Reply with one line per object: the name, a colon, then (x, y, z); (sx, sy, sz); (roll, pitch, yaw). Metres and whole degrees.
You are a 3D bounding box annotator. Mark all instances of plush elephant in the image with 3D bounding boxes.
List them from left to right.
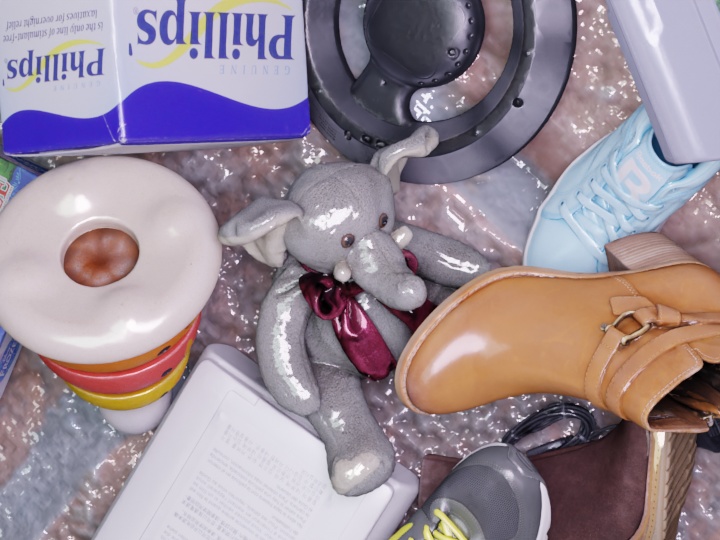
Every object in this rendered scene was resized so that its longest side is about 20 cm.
plush elephant: (0.000, 0.000, 1.597); (0.164, 0.155, 0.200); (-33, 68, -16)

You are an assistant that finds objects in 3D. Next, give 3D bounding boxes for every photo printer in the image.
photo printer: (-0.079, 0.173, 1.684); (0.166, 0.069, 0.200); (33, 102, 13)

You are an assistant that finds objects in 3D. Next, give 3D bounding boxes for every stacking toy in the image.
stacking toy: (-0.148, 0.037, 1.652); (0.145, 0.200, 0.147); (-3, 57, 4)

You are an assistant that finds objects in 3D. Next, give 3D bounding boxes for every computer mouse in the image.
computer mouse: (0.177, 0.088, 1.626); (0.199, 0.034, 0.059); (-15, 116, 21)

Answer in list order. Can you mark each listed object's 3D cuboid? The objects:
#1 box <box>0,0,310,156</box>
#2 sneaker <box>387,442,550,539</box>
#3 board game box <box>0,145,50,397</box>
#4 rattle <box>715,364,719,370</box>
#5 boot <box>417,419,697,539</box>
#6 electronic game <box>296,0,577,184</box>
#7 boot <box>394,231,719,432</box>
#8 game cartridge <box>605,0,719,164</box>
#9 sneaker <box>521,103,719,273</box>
box: (-0.127, -0.173, 1.613); (0.105, 0.184, 0.201); (-2, 92, 37)
sneaker: (0.042, 0.186, 1.594); (0.074, 0.085, 0.200); (45, 124, 16)
board game box: (-0.308, -0.006, 1.760); (0.199, 0.041, 0.201); (25, 99, 15)
rattle: (0.246, 0.156, 1.577); (0.200, 0.130, 0.143); (44, 148, -1)
boot: (0.113, 0.132, 1.609); (0.166, 0.072, 0.201); (12, 111, 19)
electronic game: (0.040, -0.153, 1.645); (0.199, 0.042, 0.201); (4, 99, 24)
boot: (0.131, 0.059, 1.510); (0.199, 0.155, 0.077); (-18, 123, -12)
game cartridge: (0.248, -0.146, 1.530); (0.199, 0.040, 0.134); (-27, 105, -14)
sneaker: (0.166, -0.059, 1.593); (0.074, 0.082, 0.200); (45, 103, 12)
